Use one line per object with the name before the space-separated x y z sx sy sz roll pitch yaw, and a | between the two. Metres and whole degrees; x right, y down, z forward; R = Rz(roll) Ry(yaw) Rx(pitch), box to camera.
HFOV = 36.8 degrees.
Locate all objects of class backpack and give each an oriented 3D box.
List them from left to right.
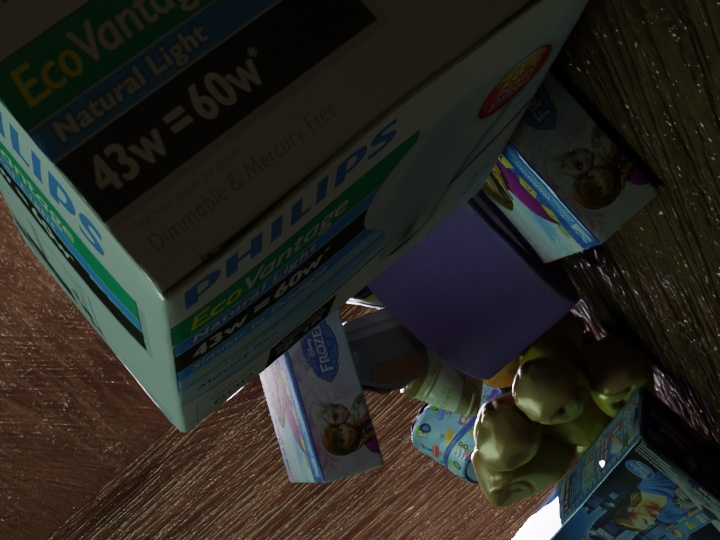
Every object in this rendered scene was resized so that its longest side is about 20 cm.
backpack | 0.160 0.156 1.188 0.135 0.200 0.183 48 178 25

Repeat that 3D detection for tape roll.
tape roll | 0.057 -0.027 0.759 0.200 0.085 0.200 43 -164 -15

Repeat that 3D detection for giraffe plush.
giraffe plush | 0.157 0.081 0.916 0.199 0.173 0.163 5 -139 -38

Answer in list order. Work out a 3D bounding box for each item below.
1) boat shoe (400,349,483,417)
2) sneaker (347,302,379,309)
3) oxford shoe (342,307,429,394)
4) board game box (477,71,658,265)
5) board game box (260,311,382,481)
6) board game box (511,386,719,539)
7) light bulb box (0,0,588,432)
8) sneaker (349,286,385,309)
boat shoe | 0.090 0.029 0.893 0.063 0.201 0.073 24 139 -1
sneaker | 0.067 0.038 1.027 0.074 0.198 0.083 82 -169 -80
oxford shoe | 0.014 0.063 0.802 0.200 0.075 0.058 115 134 -84
board game box | 0.063 -0.093 0.605 0.200 0.041 0.200 49 180 4
board game box | -0.048 0.044 0.748 0.200 0.041 0.201 127 127 -75
board game box | 0.223 0.221 0.871 0.200 0.200 0.062 39 -146 -12
light bulb box | -0.035 -0.062 0.421 0.125 0.198 0.200 47 162 9
sneaker | 0.000 0.000 0.899 0.082 0.072 0.200 28 -177 -24
